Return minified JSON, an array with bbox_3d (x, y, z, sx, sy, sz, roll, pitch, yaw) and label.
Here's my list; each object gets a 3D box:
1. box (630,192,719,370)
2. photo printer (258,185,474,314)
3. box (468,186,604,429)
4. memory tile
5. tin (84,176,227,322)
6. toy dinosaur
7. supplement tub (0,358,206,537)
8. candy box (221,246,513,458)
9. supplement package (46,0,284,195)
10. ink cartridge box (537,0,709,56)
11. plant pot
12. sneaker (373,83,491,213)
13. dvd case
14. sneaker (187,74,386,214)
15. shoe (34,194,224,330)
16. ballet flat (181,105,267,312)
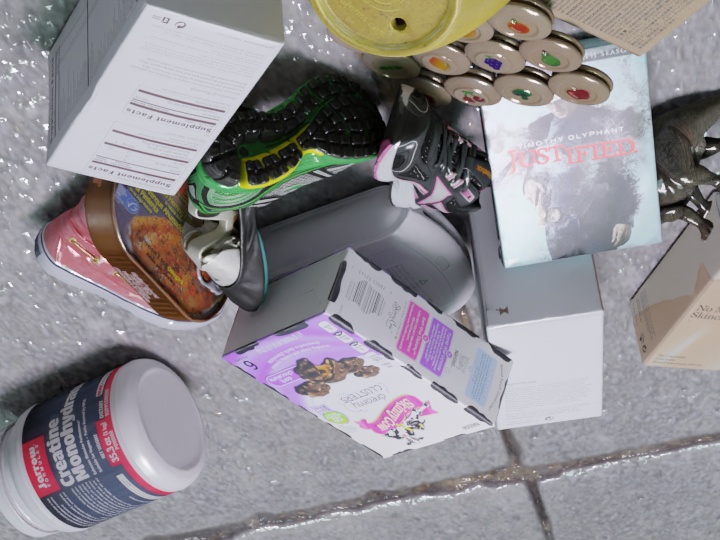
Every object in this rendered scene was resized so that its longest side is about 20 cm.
[{"bbox_3d":[0.350,0.013,1.662,0.094,0.078,0.201,4,146,-15],"label":"box"},{"bbox_3d":[0.000,0.000,1.580,0.198,0.070,0.166,-19,144,20],"label":"photo printer"},{"bbox_3d":[0.165,0.033,1.588,0.105,0.154,0.201,-8,148,3],"label":"box"},{"bbox_3d":[0.084,-0.166,1.316,0.199,0.017,0.153,3,157,36],"label":"memory tile"},{"bbox_3d":[-0.170,-0.035,1.455,0.042,0.113,0.200,5,151,30],"label":"tin"},{"bbox_3d":[0.275,-0.089,1.486,0.101,0.077,0.201,22,133,-1],"label":"toy dinosaur"},{"bbox_3d":[-0.273,0.187,1.752,0.199,0.141,0.140,-24,144,24],"label":"supplement tub"},{"bbox_3d":[0.006,0.079,1.505,0.199,0.072,0.167,34,147,-24],"label":"candy box"},{"bbox_3d":[-0.150,-0.164,1.259,0.109,0.115,0.200,13,144,-26],"label":"supplement package"},{"bbox_3d":[0.206,-0.260,1.216,0.164,0.076,0.200,19,140,-32],"label":"ink cartridge box"},{"bbox_3d":[0.030,-0.223,1.116,0.198,0.143,0.201,9,135,9],"label":"plant pot"},{"bbox_3d":[0.067,-0.095,1.399,0.086,0.081,0.200,14,174,11],"label":"sneaker"},{"bbox_3d":[0.178,-0.100,1.437,0.144,0.022,0.202,-9,122,3],"label":"dvd case"},{"bbox_3d":[-0.060,-0.101,1.372,0.199,0.079,0.085,-18,167,-38],"label":"sneaker"},{"bbox_3d":[-0.188,-0.010,1.529,0.199,0.072,0.091,23,140,-33],"label":"shoe"},{"bbox_3d":[-0.120,-0.046,1.440,0.068,0.068,0.202,-23,128,-35],"label":"ballet flat"}]
